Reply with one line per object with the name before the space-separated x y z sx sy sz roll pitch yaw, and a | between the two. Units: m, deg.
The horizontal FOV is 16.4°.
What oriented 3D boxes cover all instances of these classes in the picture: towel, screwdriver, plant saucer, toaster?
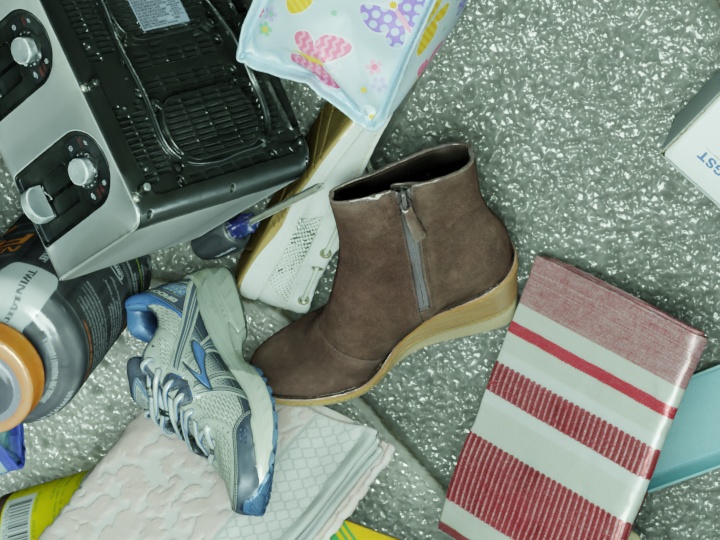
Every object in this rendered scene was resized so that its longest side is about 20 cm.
towel | -0.104 0.155 1.654 0.190 0.200 0.032 20 151 37
screwdriver | -0.062 -0.033 1.619 0.029 0.028 0.200 31 158 -22
towel | 0.136 0.106 1.618 0.144 0.023 0.201 29 102 41
plant saucer | 0.182 0.118 1.687 0.199 0.019 0.070 -22 106 24
toaster | -0.141 -0.110 1.561 0.118 0.199 0.182 -30 84 41

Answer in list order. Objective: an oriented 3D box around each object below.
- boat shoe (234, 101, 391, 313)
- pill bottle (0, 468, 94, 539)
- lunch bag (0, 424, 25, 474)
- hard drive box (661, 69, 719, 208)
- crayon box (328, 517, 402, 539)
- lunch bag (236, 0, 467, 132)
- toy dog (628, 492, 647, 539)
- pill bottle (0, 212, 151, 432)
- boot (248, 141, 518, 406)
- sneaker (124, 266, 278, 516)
boat shoe | -0.015 -0.048 1.638 0.069 0.071 0.200 24 132 -10
pill bottle | -0.162 0.189 1.759 0.199 0.109 0.110 -17 109 21
lunch bag | -0.333 0.058 1.736 0.169 0.127 0.201 -11 101 19
hard drive box | 0.308 -0.100 1.522 0.156 0.077 0.200 41 117 -5
crayon box | 0.026 0.205 1.661 0.199 0.125 0.052 16 83 42
lunch bag | 0.028 -0.209 1.495 0.127 0.170 0.201 26 117 4
toy dog | 0.175 0.225 1.692 0.132 0.096 0.201 35 147 32
pill bottle | -0.216 0.032 1.651 0.105 0.200 0.107 5 115 12
boot | 0.000 0.000 1.615 0.199 0.073 0.167 -20 138 4
sneaker | -0.108 0.085 1.622 0.085 0.201 0.077 -7 134 -16
